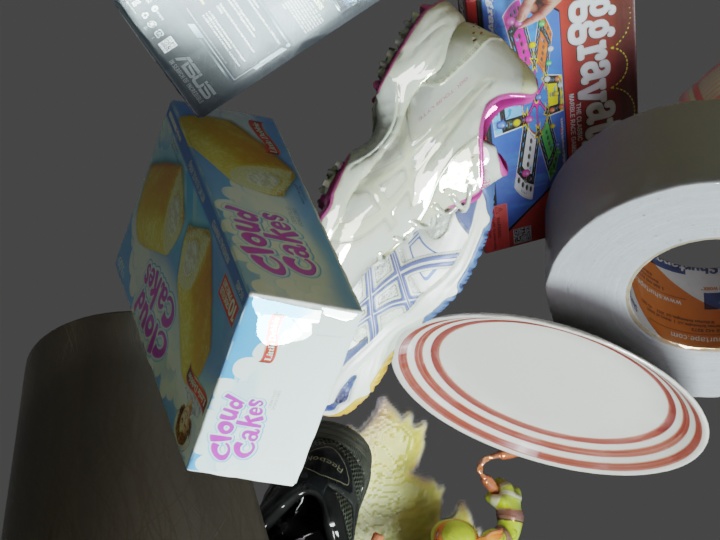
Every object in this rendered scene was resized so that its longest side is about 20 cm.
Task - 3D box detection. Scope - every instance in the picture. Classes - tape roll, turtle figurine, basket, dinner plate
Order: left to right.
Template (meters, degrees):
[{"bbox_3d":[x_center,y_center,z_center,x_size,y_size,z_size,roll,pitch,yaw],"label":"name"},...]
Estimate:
[{"bbox_3d":[-0.128,0.136,1.372,0.180,0.200,0.136,5,145,-19],"label":"basket"},{"bbox_3d":[0.062,0.203,1.571,0.200,0.064,0.161,-37,151,-32],"label":"turtle figurine"},{"bbox_3d":[0.116,0.070,1.476,0.200,0.024,0.200,16,155,8],"label":"dinner plate"},{"bbox_3d":[0.208,-0.009,1.426,0.200,0.066,0.201,2,140,2],"label":"tape roll"}]

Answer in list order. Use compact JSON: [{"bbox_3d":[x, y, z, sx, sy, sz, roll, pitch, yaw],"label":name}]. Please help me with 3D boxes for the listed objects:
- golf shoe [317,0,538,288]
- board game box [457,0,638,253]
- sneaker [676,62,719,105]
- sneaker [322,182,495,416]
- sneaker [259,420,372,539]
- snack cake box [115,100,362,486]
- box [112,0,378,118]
[{"bbox_3d":[0.028,-0.048,1.354,0.091,0.075,0.200,27,94,1],"label":"golf shoe"},{"bbox_3d":[0.112,-0.106,1.421,0.103,0.019,0.200,-15,127,-11],"label":"board game box"},{"bbox_3d":[0.293,-0.079,1.468,0.200,0.075,0.105,33,113,-30],"label":"sneaker"},{"bbox_3d":[0.000,0.000,1.419,0.088,0.075,0.200,23,113,-30],"label":"sneaker"},{"bbox_3d":[-0.051,0.201,1.508,0.076,0.114,0.200,22,118,3],"label":"sneaker"},{"bbox_3d":[-0.070,0.009,1.320,0.067,0.200,0.115,10,119,-24],"label":"snack cake box"},{"bbox_3d":[-0.075,-0.199,1.269,0.158,0.051,0.200,-33,127,5],"label":"box"}]
